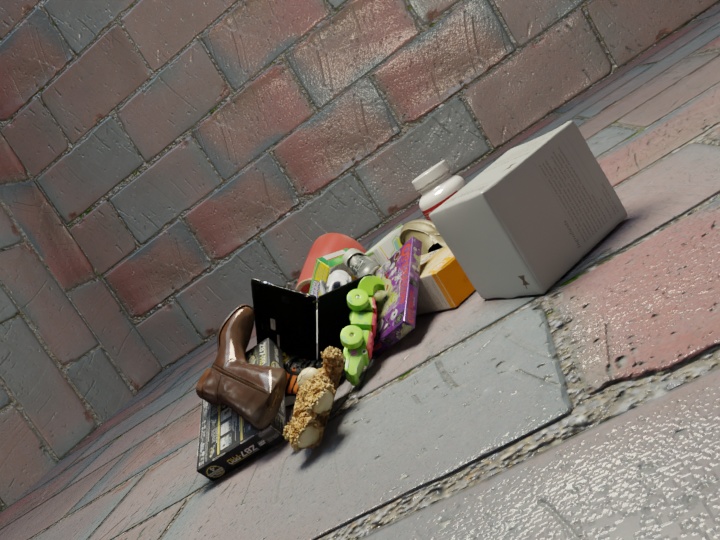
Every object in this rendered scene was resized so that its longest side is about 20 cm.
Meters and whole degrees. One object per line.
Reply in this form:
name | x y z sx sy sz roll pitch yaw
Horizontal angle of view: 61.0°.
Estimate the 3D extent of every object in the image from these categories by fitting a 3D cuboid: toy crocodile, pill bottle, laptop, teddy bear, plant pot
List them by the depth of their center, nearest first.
teddy bear | -0.070 0.186 0.896 0.201 0.065 0.148 -71 -1 -67
toy crocodile | 0.003 0.097 1.027 0.060 0.068 0.203 3 48 8
laptop | -0.089 0.078 1.133 0.104 0.196 0.180 -61 -20 -47
pill bottle | 0.195 -0.125 1.295 0.111 0.202 0.112 -32 7 5
plant pot | -0.082 0.030 1.661 0.199 0.201 0.178 -28 19 37

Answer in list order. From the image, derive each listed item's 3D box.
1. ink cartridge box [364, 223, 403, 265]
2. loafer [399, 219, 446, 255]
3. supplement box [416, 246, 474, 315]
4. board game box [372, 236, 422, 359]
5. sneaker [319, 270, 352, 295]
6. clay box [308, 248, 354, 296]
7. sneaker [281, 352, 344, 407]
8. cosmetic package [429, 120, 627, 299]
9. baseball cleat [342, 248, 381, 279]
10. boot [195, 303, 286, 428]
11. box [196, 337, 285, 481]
ink cartridge box | 0.098 -0.046 1.619 0.059 0.105 0.199 -25 11 47
loafer | 0.150 -0.050 1.254 0.197 0.077 0.067 17 42 42
supplement box | 0.141 0.016 1.134 0.125 0.074 0.199 -38 8 -28
board game box | 0.059 0.046 1.083 0.120 0.032 0.203 -40 27 38
sneaker | -0.042 0.043 1.251 0.073 0.117 0.202 -7 41 0
clay box | -0.072 0.057 1.426 0.114 0.047 0.204 -21 -46 -49
sneaker | -0.115 0.187 1.111 0.198 0.091 0.070 -28 8 43
cosmetic package | 0.248 -0.084 0.920 0.199 0.168 0.167 -37 8 -20
baseball cleat | 0.000 0.000 1.277 0.070 0.106 0.200 -53 -8 0
boot | -0.176 0.152 1.014 0.198 0.064 0.190 3 66 48
box | -0.205 0.233 1.052 0.160 0.049 0.202 -34 36 15
